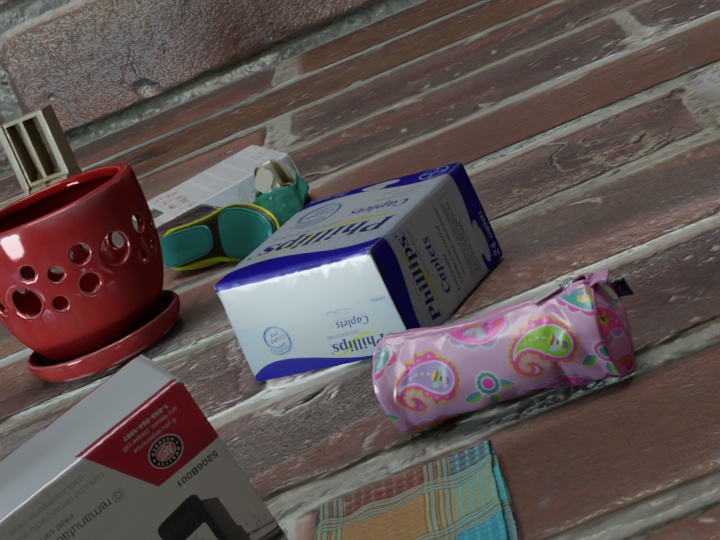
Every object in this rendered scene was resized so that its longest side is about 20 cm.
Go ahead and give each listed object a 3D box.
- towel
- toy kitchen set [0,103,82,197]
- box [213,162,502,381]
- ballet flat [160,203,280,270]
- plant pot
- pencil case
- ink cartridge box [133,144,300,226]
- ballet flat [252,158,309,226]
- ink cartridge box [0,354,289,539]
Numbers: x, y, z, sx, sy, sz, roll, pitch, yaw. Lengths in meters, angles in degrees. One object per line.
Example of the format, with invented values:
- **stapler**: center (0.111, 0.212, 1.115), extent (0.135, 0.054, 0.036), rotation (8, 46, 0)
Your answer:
- **towel**: center (0.033, 0.178, 1.310), extent (0.146, 0.022, 0.200), rotation (-22, 15, 5)
- **toy kitchen set**: center (-0.499, -0.100, 2.698), extent (0.163, 0.181, 0.200), rotation (-19, 12, 20)
- **box**: center (0.000, 0.000, 1.789), extent (0.183, 0.105, 0.200), rotation (-14, 19, 34)
- **ballet flat**: center (-0.149, -0.041, 2.228), extent (0.200, 0.067, 0.067), rotation (-11, 0, 42)
- **plant pot**: center (-0.299, 0.005, 2.057), extent (0.200, 0.183, 0.200), rotation (-22, 16, 7)
- **pencil case**: center (0.109, 0.061, 1.470), extent (0.199, 0.088, 0.087), rotation (-18, 16, 22)
- **ink cartridge box**: center (-0.190, -0.093, 2.491), extent (0.200, 0.050, 0.161), rotation (-32, 17, -13)
- **ballet flat**: center (-0.099, -0.097, 2.315), extent (0.067, 0.071, 0.200), rotation (-23, 15, 3)
- **ink cartridge box**: center (-0.124, 0.177, 1.178), extent (0.145, 0.200, 0.083), rotation (-39, 22, -16)
